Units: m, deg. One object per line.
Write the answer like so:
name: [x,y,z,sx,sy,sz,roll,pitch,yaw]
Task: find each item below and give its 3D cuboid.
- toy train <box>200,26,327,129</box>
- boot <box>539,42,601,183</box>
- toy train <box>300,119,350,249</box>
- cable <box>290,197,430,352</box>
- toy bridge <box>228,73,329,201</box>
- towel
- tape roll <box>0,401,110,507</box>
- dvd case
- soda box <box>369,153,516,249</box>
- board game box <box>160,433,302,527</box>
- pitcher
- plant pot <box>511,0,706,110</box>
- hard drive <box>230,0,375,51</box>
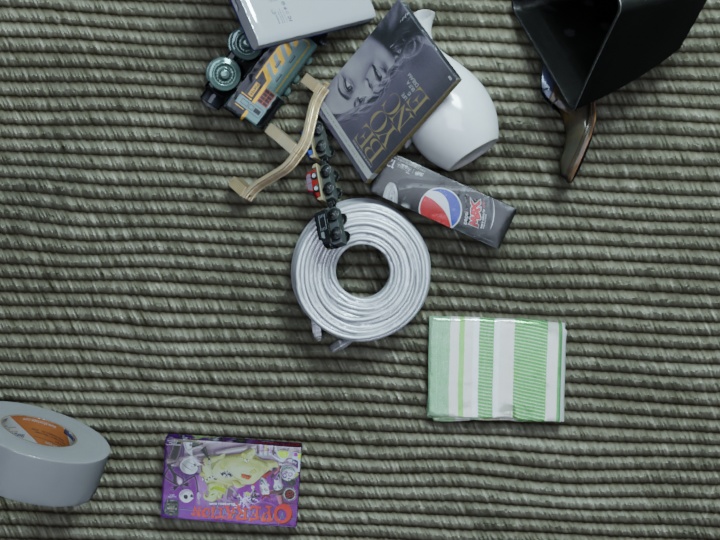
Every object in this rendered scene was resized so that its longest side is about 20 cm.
toy train: [-0.133,-0.293,1.451,0.114,0.085,0.200,36,91,-16]
boot: [0.284,-0.226,1.460,0.096,0.075,0.201,15,84,9]
toy train: [-0.053,-0.120,1.445,0.046,0.034,0.201,-21,65,24]
cable: [0.000,0.000,1.473,0.199,0.069,0.201,-22,94,2]
toy bridge: [-0.104,-0.180,1.459,0.067,0.027,0.200,42,99,32]
towel: [0.196,0.143,1.507,0.198,0.023,0.154,1,94,2]
tape roll: [-0.449,0.248,1.430,0.199,0.200,0.067,21,96,-1]
dvd case: [0.031,-0.239,1.408,0.200,0.016,0.149,-46,64,31]
soda box: [0.114,-0.100,1.463,0.199,0.071,0.064,24,97,-1]
board game box: [-0.187,0.305,1.519,0.198,0.032,0.121,4,99,0]
pitcher: [0.083,-0.228,1.442,0.171,0.121,0.201,-35,82,22]
plant pot: [0.336,-0.361,1.367,0.176,0.200,0.200,-14,63,-17]
hard drive: [-0.085,-0.378,1.406,0.199,0.025,0.133,-23,88,-34]
